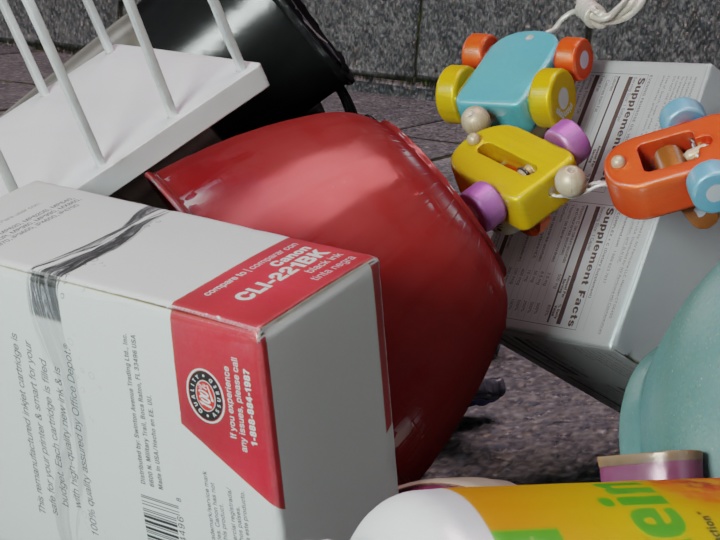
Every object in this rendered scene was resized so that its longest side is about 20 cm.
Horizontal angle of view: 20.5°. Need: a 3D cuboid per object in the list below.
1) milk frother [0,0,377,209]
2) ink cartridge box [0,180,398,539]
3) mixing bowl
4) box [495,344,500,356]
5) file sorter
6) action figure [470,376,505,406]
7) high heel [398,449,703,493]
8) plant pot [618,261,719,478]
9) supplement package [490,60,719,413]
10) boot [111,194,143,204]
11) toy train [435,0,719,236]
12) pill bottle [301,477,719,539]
[{"bbox_3d":[-0.078,-0.056,1.137,0.180,0.188,0.200,44,10,-47],"label":"milk frother"},{"bbox_3d":[-0.088,0.055,0.847,0.199,0.146,0.084,13,29,34],"label":"ink cartridge box"},{"bbox_3d":[0.000,0.000,0.951,0.108,0.201,0.200,-38,18,-4],"label":"mixing bowl"},{"bbox_3d":[-0.015,0.005,1.349,0.199,0.038,0.136,12,-10,33],"label":"box"},{"bbox_3d":[-0.175,-0.099,0.963,0.200,0.125,0.138,-37,31,-28],"label":"file sorter"},{"bbox_3d":[-0.014,0.037,1.137,0.192,0.106,0.199,-2,-1,35],"label":"action figure"},{"bbox_3d":[0.067,0.135,0.851,0.067,0.097,0.199,5,-14,-43],"label":"high heel"},{"bbox_3d":[0.201,0.074,0.883,0.199,0.202,0.134,-5,-13,-42],"label":"plant pot"},{"bbox_3d":[0.179,-0.001,1.073,0.199,0.157,0.110,30,-13,-40],"label":"supplement package"},{"bbox_3d":[-0.117,0.029,0.996,0.146,0.070,0.200,32,18,-22],"label":"boot"},{"bbox_3d":[0.116,-0.066,0.984,0.149,0.056,0.201,-20,35,3],"label":"toy train"},{"bbox_3d":[0.057,0.128,0.662,0.198,0.112,0.111,0,11,-23],"label":"pill bottle"}]
